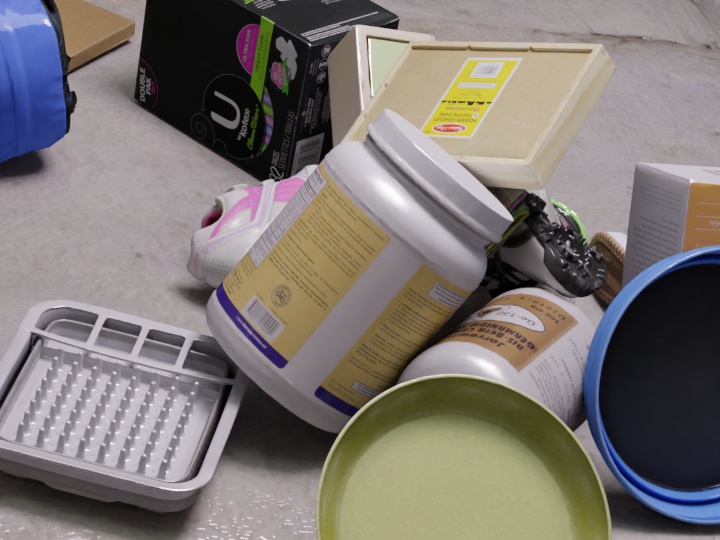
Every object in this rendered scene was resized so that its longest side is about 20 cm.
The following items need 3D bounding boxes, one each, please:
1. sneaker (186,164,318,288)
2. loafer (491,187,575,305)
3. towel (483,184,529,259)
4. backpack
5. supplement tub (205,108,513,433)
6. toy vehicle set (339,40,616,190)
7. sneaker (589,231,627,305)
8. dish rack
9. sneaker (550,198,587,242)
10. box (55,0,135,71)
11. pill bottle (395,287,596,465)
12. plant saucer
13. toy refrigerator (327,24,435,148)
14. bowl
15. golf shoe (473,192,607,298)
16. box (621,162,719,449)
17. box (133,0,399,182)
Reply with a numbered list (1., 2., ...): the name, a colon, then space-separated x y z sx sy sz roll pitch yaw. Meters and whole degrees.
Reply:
1. sneaker: -0.079 -0.039 1.816 0.087 0.082 0.200 16 24 13
2. loafer: 0.138 0.006 1.810 0.070 0.070 0.201 40 37 -36
3. towel: 0.035 -0.010 1.720 0.023 0.200 0.144 35 8 -38
4. backpack: -0.334 -0.178 1.887 0.167 0.163 0.200 -25 51 -19
5. supplement tub: 0.000 0.000 1.614 0.145 0.200 0.145 40 8 -7
6. toy vehicle set: 0.086 -0.122 1.720 0.199 0.027 0.125 7 54 44
7. sneaker: 0.272 0.028 1.855 0.107 0.071 0.200 2 29 -21
8. dish rack: -0.173 0.099 1.567 0.170 0.044 0.200 15 28 2
9. sneaker: 0.095 -0.044 1.904 0.198 0.077 0.084 15 24 7
10. box: -0.329 -0.224 2.105 0.162 0.021 0.200 22 30 17
11. pill bottle: 0.087 0.097 1.603 0.114 0.115 0.200 25 31 21
12. plant saucer: 0.065 0.168 1.459 0.198 0.031 0.202 5 68 -12
13. toy refrigerator: 0.024 -0.097 1.856 0.075 0.070 0.202 6 66 -23
14. bowl: 0.252 0.080 1.626 0.199 0.203 0.039 2 8 -20
15. golf shoe: 0.119 -0.008 1.732 0.077 0.095 0.200 31 9 -29
16. box: 0.270 0.027 1.697 0.123 0.202 0.097 2 10 -19
17. box: -0.087 -0.189 2.010 0.199 0.150 0.124 33 36 31
